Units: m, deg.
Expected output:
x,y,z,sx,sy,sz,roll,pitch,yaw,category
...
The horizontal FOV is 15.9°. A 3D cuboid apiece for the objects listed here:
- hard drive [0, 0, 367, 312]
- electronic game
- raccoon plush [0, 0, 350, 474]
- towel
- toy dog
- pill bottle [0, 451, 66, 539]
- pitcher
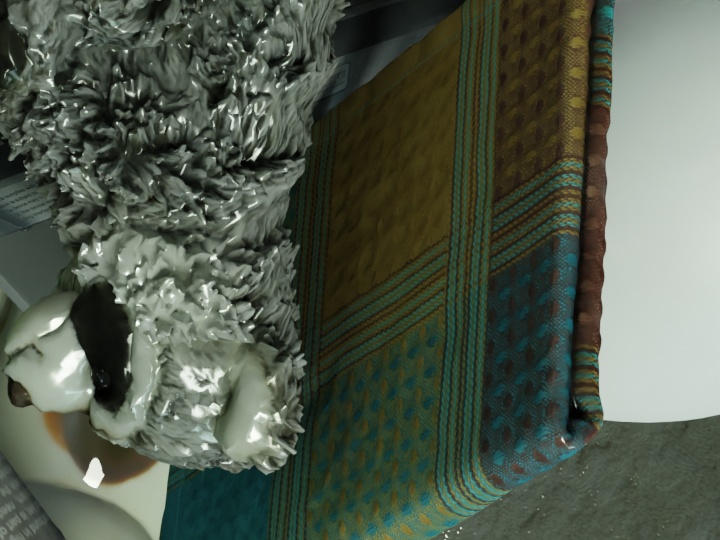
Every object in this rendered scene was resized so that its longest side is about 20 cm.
x,y,z,sx,sy,sz,roll,pitch,yaw,category
-0.044,-0.051,0.921,0.200,0.025,0.132,-37,-148,-10,hard drive
-0.052,-0.053,0.795,0.200,0.042,0.200,-20,-176,2,electronic game
-0.013,-0.040,0.640,0.200,0.134,0.097,-36,179,6,raccoon plush
0.003,0.012,0.661,0.200,0.022,0.147,-35,-137,51,towel
-0.103,0.084,0.998,0.194,0.140,0.200,-31,-141,52,toy dog
-0.158,0.105,0.861,0.114,0.200,0.114,-37,180,0,pill bottle
0.086,-0.018,0.749,0.172,0.121,0.200,-27,179,-45,pitcher
